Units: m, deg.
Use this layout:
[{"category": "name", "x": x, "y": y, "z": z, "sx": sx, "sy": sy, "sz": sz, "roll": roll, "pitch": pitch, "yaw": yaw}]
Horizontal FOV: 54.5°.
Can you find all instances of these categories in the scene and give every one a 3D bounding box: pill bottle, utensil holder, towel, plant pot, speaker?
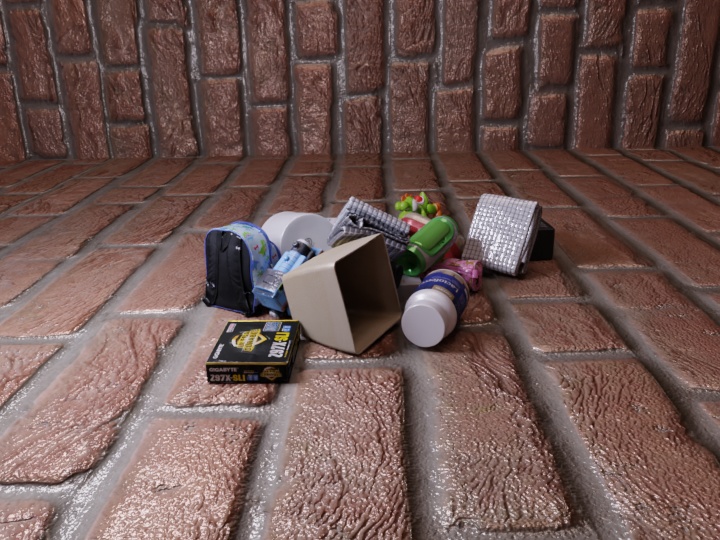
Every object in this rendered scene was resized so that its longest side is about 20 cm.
[{"category": "pill bottle", "x": 0.160, "y": 0.081, "z": 1.503, "sx": 0.115, "sy": 0.116, "sz": 0.200, "roll": 5, "pitch": 21, "yaw": 19}, {"category": "utensil holder", "x": -0.161, "y": -0.068, "z": 1.801, "sx": 0.169, "sy": 0.171, "sz": 0.200, "roll": -9, "pitch": 7, "yaw": -21}, {"category": "towel", "x": 0.380, "y": -0.093, "z": 1.857, "sx": 0.165, "sy": 0.201, "sz": 0.086, "roll": 15, "pitch": -5, "yaw": 28}, {"category": "plant pot", "x": -0.050, "y": 0.050, "z": 1.509, "sx": 0.176, "sy": 0.201, "sz": 0.200, "roll": -4, "pitch": 18, "yaw": 35}, {"category": "speaker", "x": 0.167, "y": -0.063, "z": 1.728, "sx": 0.088, "sy": 0.089, "sz": 0.200, "roll": 11, "pitch": 34, "yaw": 32}, {"category": "towel", "x": 0.018, "y": -0.077, "z": 1.635, "sx": 0.165, "sy": 0.086, "sz": 0.200, "roll": 25, "pitch": -16, "yaw": -8}]

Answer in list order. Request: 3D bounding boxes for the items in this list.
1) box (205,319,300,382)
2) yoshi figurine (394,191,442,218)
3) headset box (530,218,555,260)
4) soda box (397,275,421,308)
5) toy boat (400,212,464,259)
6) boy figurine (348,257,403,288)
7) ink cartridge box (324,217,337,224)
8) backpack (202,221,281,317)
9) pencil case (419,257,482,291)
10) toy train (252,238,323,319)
[{"category": "box", "x": -0.210, "y": 0.160, "z": 1.410, "sx": 0.159, "sy": 0.050, "sz": 0.200, "roll": 1, "pitch": 20, "yaw": 2}, {"category": "yoshi figurine", "x": 0.183, "y": -0.187, "z": 2.331, "sx": 0.199, "sy": 0.112, "sz": 0.112, "roll": -3, "pitch": 55, "yaw": -50}, {"category": "headset box", "x": 0.449, "y": -0.098, "z": 2.018, "sx": 0.173, "sy": 0.093, "sz": 0.200, "roll": -3, "pitch": 20, "yaw": -5}, {"category": "soda box", "x": 0.046, "y": 0.054, "z": 1.665, "sx": 0.199, "sy": 0.064, "sz": 0.068, "roll": -3, "pitch": 19, "yaw": -3}, {"category": "toy boat", "x": 0.183, "y": -0.062, "z": 1.918, "sx": 0.199, "sy": 0.131, "sz": 0.131, "roll": 25, "pitch": -14, "yaw": 17}, {"category": "boy figurine", "x": -0.004, "y": -0.008, "z": 1.630, "sx": 0.199, "sy": 0.065, "sz": 0.124, "roll": 9, "pitch": -12, "yaw": 31}, {"category": "ink cartridge box", "x": -0.121, "y": -0.100, "z": 2.080, "sx": 0.199, "sy": 0.086, "sz": 0.147, "roll": -1, "pitch": 19, "yaw": 7}, {"category": "backpack", "x": -0.282, "y": -0.015, "z": 1.677, "sx": 0.182, "sy": 0.201, "sz": 0.147, "roll": 11, "pitch": 23, "yaw": 34}, {"category": "pencil case", "x": 0.213, "y": 0.000, "z": 1.775, "sx": 0.199, "sy": 0.083, "sz": 0.087, "roll": 9, "pitch": 31, "yaw": 26}, {"category": "toy train", "x": -0.159, "y": 0.016, "z": 1.622, "sx": 0.086, "sy": 0.114, "sz": 0.200, "roll": 16, "pitch": 61, "yaw": 34}]
